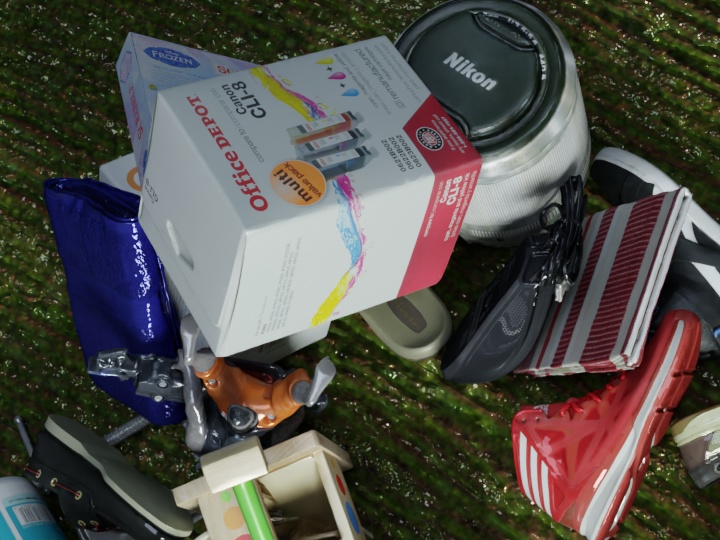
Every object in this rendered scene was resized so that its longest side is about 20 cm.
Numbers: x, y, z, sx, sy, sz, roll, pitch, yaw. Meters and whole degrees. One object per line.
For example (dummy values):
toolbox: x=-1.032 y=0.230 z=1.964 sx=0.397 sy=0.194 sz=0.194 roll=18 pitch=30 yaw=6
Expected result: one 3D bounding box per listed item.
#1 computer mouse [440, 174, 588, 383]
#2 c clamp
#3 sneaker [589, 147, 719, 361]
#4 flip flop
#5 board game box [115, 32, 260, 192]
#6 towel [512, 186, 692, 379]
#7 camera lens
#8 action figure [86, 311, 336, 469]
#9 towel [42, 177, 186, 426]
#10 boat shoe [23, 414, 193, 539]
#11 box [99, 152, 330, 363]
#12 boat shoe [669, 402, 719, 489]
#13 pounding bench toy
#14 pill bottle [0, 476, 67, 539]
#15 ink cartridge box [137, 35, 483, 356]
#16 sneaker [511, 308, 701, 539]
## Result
computer mouse: x=0.133 y=0.029 z=1.154 sx=0.053 sy=0.200 sz=0.139 roll=30 pitch=39 yaw=-6
c clamp: x=-0.200 y=0.162 z=1.255 sx=0.199 sy=0.027 sz=0.172 roll=-26 pitch=67 yaw=5
sneaker: x=0.242 y=-0.007 z=1.175 sx=0.112 sy=0.073 sz=0.200 roll=-45 pitch=68 yaw=-6
flip flop: x=0.000 y=0.000 z=1.244 sx=0.081 sy=0.058 sz=0.200 roll=-43 pitch=65 yaw=-3
board game box: x=-0.100 y=-0.109 z=1.219 sx=0.041 sy=0.199 sz=0.200 roll=-57 pitch=35 yaw=35
towel: x=0.191 y=0.014 z=1.128 sx=0.023 sy=0.200 sz=0.145 roll=23 pitch=77 yaw=-14
camera lens: x=0.108 y=-0.121 z=1.182 sx=0.159 sy=0.200 sz=0.161 roll=-5 pitch=70 yaw=13
action figure: x=-0.119 y=0.107 z=1.115 sx=0.198 sy=0.194 sz=0.105 roll=7 pitch=60 yaw=-7
towel: x=-0.202 y=0.022 z=1.211 sx=0.049 sy=0.201 sz=0.147 roll=-25 pitch=31 yaw=-32
boat shoe: x=-0.210 y=0.188 z=1.181 sx=0.201 sy=0.074 sz=0.063 roll=26 pitch=88 yaw=42
box: x=-0.126 y=-0.016 z=1.237 sx=0.124 sy=0.098 sz=0.200 roll=-25 pitch=63 yaw=-28
boat shoe: x=0.347 y=0.120 z=1.112 sx=0.199 sy=0.073 sz=0.065 roll=-18 pitch=78 yaw=11
pounding bench toy: x=-0.061 y=0.222 z=1.099 sx=0.124 sy=0.200 sz=0.157 roll=-23 pitch=71 yaw=5
pill bottle: x=-0.279 y=0.281 z=1.188 sx=0.111 sy=0.111 sz=0.200 roll=-36 pitch=66 yaw=0
ink cartridge box: x=-0.043 y=-0.057 z=1.045 sx=0.199 sy=0.145 sz=0.146 roll=-19 pitch=58 yaw=-28
sneaker: x=0.185 y=0.107 z=1.132 sx=0.115 sy=0.078 sz=0.201 roll=26 pitch=94 yaw=24
